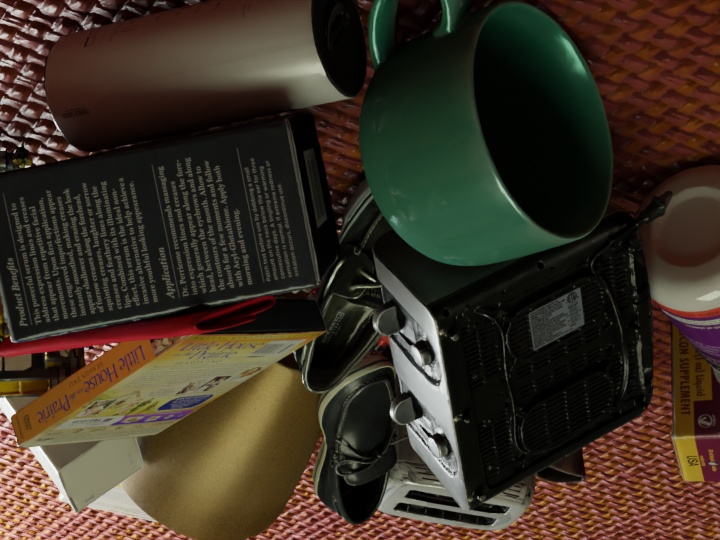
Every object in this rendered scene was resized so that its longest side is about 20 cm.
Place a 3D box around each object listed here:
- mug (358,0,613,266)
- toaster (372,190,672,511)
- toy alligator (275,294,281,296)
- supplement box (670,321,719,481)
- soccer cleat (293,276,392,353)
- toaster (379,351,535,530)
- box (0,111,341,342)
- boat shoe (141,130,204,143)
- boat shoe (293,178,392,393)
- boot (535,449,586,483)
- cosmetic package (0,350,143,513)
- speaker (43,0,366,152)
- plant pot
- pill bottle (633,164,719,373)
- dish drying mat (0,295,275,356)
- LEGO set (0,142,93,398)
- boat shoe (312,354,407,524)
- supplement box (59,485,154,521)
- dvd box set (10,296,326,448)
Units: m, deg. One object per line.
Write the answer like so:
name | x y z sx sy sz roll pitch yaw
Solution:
mug | 0.069 -0.095 1.007 0.114 0.186 0.152 -17 169 39
toaster | 0.113 0.039 1.115 0.200 0.119 0.181 -26 127 -19
toy alligator | -0.088 0.014 1.206 0.054 0.059 0.200 22 121 -29
supplement box | 0.359 0.095 1.306 0.199 0.131 0.103 -4 150 15
soccer cleat | 0.000 0.000 1.266 0.200 0.069 0.085 38 98 -20
toaster | 0.088 0.161 1.472 0.199 0.130 0.114 12 152 -13
box | -0.124 -0.032 1.029 0.199 0.107 0.148 -10 -174 6
boat shoe | -0.134 -0.049 1.196 0.070 0.070 0.200 40 151 14
boat shoe | 0.010 0.010 1.189 0.072 0.071 0.200 16 119 -18
boot | 0.122 0.064 1.246 0.072 0.167 0.200 -20 143 38
cosmetic package | -0.271 0.094 1.337 0.073 0.200 0.104 -35 159 -17
speaker | -0.099 -0.132 1.014 0.199 0.081 0.081 -9 149 24
plant pot | -0.099 0.106 1.378 0.186 0.187 0.200 18 135 -23
pill bottle | 0.284 0.013 1.185 0.112 0.113 0.200 -12 147 29
dish drying mat | -0.151 0.037 1.041 0.200 0.018 0.077 -6 -173 40
LEGO set | -0.247 0.003 1.183 0.115 0.200 0.154 -2 138 -12
boat shoe | 0.002 0.145 1.343 0.074 0.062 0.200 -20 144 -26
supplement box | -0.218 0.188 1.629 0.126 0.074 0.200 17 149 -21
dvd box set | -0.142 0.076 1.171 0.200 0.029 0.146 -32 161 34
